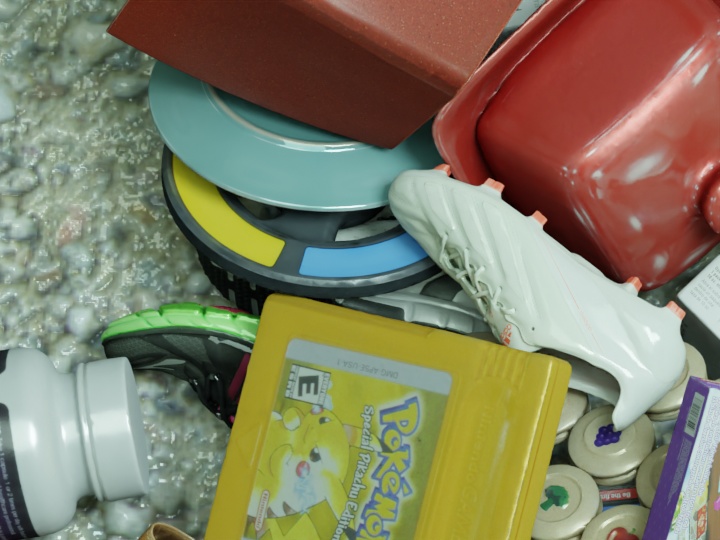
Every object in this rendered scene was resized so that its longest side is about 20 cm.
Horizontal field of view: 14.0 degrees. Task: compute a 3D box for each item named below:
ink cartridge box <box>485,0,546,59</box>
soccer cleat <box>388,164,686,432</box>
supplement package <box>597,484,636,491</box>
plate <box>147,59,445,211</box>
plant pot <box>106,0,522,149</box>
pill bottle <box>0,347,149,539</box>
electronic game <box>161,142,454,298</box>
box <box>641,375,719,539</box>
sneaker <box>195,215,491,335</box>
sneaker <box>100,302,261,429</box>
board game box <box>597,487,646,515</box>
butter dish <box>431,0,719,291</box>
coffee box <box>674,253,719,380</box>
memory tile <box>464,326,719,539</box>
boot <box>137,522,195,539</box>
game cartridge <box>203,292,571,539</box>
[{"bbox_3d":[0.147,-0.215,1.774,0.199,0.084,0.145,-10,78,0],"label":"ink cartridge box"},{"bbox_3d":[0.089,0.012,1.627,0.200,0.069,0.078,33,72,18],"label":"soccer cleat"},{"bbox_3d":[0.214,0.199,1.666,0.199,0.117,0.118,11,78,5],"label":"supplement package"},{"bbox_3d":[-0.026,-0.109,1.734,0.199,0.026,0.201,3,43,-3],"label":"plate"},{"bbox_3d":[0.001,-0.182,1.632,0.176,0.200,0.200,37,70,-7],"label":"plant pot"},{"bbox_3d":[-0.228,0.106,1.711,0.199,0.111,0.112,-9,78,1],"label":"pill bottle"},{"bbox_3d":[-0.018,-0.059,1.730,0.199,0.042,0.200,2,45,-2],"label":"electronic game"},{"bbox_3d":[0.213,0.169,1.547,0.136,0.039,0.201,15,95,-14],"label":"box"},{"bbox_3d":[0.000,0.000,1.752,0.199,0.074,0.080,17,64,2],"label":"sneaker"},{"bbox_3d":[-0.064,0.068,1.729,0.199,0.077,0.084,13,90,15],"label":"sneaker"},{"bbox_3d":[0.094,0.177,1.615,0.199,0.019,0.103,-7,75,15],"label":"board game box"},{"bbox_3d":[0.172,-0.070,1.670,0.200,0.200,0.148,-44,50,-7],"label":"butter dish"},{"bbox_3d":[0.278,-0.016,1.711,0.200,0.113,0.080,-44,80,-6],"label":"coffee box"},{"bbox_3d":[0.120,0.085,1.632,0.200,0.017,0.153,28,65,35],"label":"memory tile"},{"bbox_3d":[-0.152,0.193,1.668,0.200,0.155,0.074,33,39,-1],"label":"boot"},{"bbox_3d":[0.009,0.115,1.621,0.200,0.032,0.177,12,86,38],"label":"game cartridge"}]
